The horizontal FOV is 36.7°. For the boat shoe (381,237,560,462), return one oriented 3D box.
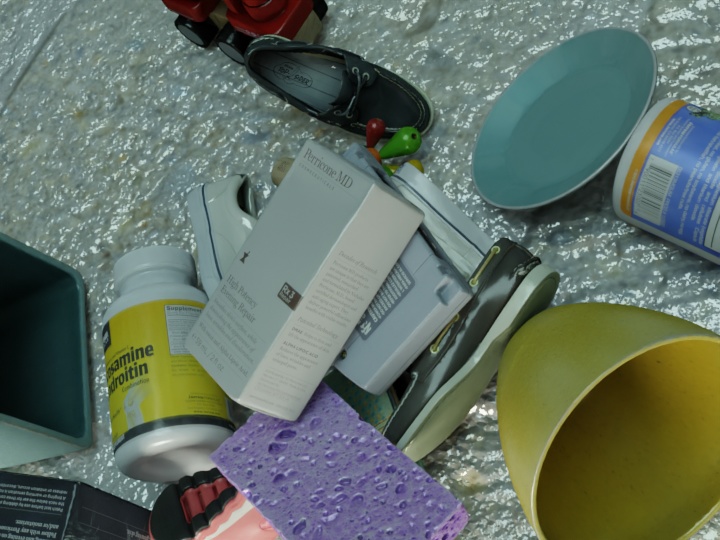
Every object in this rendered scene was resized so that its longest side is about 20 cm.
[{"bbox_3d":[0.079,0.067,0.882,0.060,0.072,0.202,39,93,27],"label":"boat shoe"}]

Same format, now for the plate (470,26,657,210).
[{"bbox_3d":[0.184,-0.132,0.977,0.199,0.026,0.202,-34,35,28],"label":"plate"}]

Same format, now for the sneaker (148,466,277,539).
[{"bbox_3d":[-0.079,0.189,0.927,0.198,0.087,0.074,-26,46,1],"label":"sneaker"}]

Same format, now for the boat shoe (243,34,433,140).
[{"bbox_3d":[-0.025,-0.178,1.055,0.198,0.066,0.075,27,103,4],"label":"boat shoe"}]

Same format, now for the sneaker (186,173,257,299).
[{"bbox_3d":[-0.115,-0.014,1.048,0.070,0.073,0.202,-27,60,11],"label":"sneaker"}]

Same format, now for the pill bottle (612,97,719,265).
[{"bbox_3d":[0.315,-0.054,0.876,0.199,0.112,0.113,29,80,29],"label":"pill bottle"}]

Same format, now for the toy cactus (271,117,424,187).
[{"bbox_3d":[-0.030,-0.068,1.038,0.164,0.102,0.202,29,88,39],"label":"toy cactus"}]

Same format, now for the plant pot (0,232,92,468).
[{"bbox_3d":[-0.404,0.091,1.055,0.198,0.195,0.199,-23,60,22],"label":"plant pot"}]

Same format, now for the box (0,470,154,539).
[{"bbox_3d":[-0.247,0.286,0.892,0.122,0.200,0.199,2,68,23],"label":"box"}]

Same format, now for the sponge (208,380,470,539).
[{"bbox_3d":[-0.021,0.168,0.840,0.111,0.030,0.199,-42,48,-15],"label":"sponge"}]

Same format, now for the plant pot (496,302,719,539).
[{"bbox_3d":[0.183,0.104,0.830,0.200,0.200,0.142,-40,35,0],"label":"plant pot"}]

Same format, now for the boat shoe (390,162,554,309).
[{"bbox_3d":[0.087,-0.003,0.946,0.200,0.071,0.070,44,89,8],"label":"boat shoe"}]

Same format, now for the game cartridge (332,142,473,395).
[{"bbox_3d":[0.000,0.000,0.908,0.134,0.041,0.201,-51,47,20],"label":"game cartridge"}]

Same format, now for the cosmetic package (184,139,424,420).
[{"bbox_3d":[-0.047,0.007,0.870,0.101,0.074,0.201,36,97,45],"label":"cosmetic package"}]

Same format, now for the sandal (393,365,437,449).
[{"bbox_3d":[0.050,0.059,0.965,0.074,0.048,0.203,-4,67,20],"label":"sandal"}]

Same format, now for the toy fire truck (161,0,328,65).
[{"bbox_3d":[-0.154,-0.294,1.114,0.175,0.200,0.129,28,79,29],"label":"toy fire truck"}]

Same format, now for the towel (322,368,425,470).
[{"bbox_3d":[-0.008,0.186,0.930,0.146,0.022,0.202,-34,60,23],"label":"towel"}]

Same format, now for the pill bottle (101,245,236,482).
[{"bbox_3d":[-0.181,0.084,1.007,0.111,0.112,0.202,-20,61,12],"label":"pill bottle"}]
